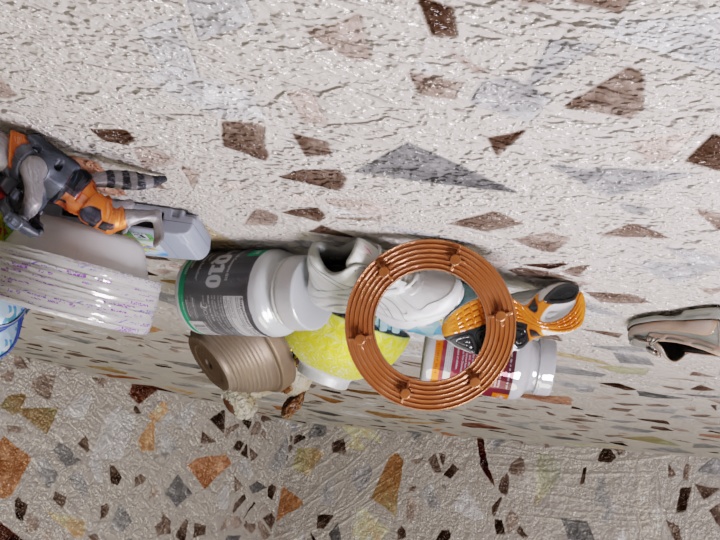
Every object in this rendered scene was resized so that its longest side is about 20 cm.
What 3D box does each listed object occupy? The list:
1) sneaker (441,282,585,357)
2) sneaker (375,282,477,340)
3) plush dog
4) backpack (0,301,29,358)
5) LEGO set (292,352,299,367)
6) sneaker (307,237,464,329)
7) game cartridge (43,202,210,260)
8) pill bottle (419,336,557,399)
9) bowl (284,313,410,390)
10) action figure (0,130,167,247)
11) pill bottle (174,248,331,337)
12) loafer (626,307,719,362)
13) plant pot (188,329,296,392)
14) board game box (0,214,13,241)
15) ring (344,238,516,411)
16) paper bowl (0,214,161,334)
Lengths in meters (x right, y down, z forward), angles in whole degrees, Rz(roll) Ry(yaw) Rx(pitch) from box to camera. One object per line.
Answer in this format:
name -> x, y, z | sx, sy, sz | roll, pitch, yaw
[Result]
sneaker -> 0.177, 0.064, 1.210 | 0.198, 0.077, 0.092 | -7, 178, -28
sneaker -> 0.081, 0.051, 1.312 | 0.129, 0.080, 0.200 | 11, 165, -15
plush dog -> -0.165, 0.185, 1.895 | 0.170, 0.202, 0.160 | 13, -157, 27
backpack -> -0.553, 0.031, 1.385 | 0.182, 0.202, 0.146 | 19, 163, -33
LEGO set -> -0.175, 0.094, 1.668 | 0.198, 0.117, 0.154 | 9, -163, 16
sneaker -> 0.022, 0.008, 1.161 | 0.198, 0.078, 0.100 | 4, 140, 17
game cartridge -> -0.292, -0.053, 1.229 | 0.198, 0.041, 0.133 | 8, 170, 4
pill bottle -> 0.194, 0.135, 1.505 | 0.198, 0.114, 0.113 | 8, 166, 3
bowl -> -0.037, 0.108, 1.428 | 0.198, 0.109, 0.200 | 22, -177, -1
action figure -> -0.310, -0.096, 1.020 | 0.192, 0.105, 0.200 | 25, -170, -33
pill bottle -> -0.138, 0.029, 1.292 | 0.198, 0.114, 0.113 | -1, 163, 35
loafer -> 0.414, 0.091, 1.290 | 0.071, 0.064, 0.200 | 13, 166, -19
plant pot -> -0.195, 0.117, 1.495 | 0.200, 0.092, 0.202 | 38, 150, 27
board game box -> -0.481, -0.050, 1.150 | 0.101, 0.048, 0.200 | 0, 178, 16
ring -> 0.080, 0.065, 1.129 | 0.198, 0.203, 0.019 | 8, -171, 2
paper bowl -> -0.327, 0.000, 1.129 | 0.199, 0.105, 0.201 | 14, 177, 1
